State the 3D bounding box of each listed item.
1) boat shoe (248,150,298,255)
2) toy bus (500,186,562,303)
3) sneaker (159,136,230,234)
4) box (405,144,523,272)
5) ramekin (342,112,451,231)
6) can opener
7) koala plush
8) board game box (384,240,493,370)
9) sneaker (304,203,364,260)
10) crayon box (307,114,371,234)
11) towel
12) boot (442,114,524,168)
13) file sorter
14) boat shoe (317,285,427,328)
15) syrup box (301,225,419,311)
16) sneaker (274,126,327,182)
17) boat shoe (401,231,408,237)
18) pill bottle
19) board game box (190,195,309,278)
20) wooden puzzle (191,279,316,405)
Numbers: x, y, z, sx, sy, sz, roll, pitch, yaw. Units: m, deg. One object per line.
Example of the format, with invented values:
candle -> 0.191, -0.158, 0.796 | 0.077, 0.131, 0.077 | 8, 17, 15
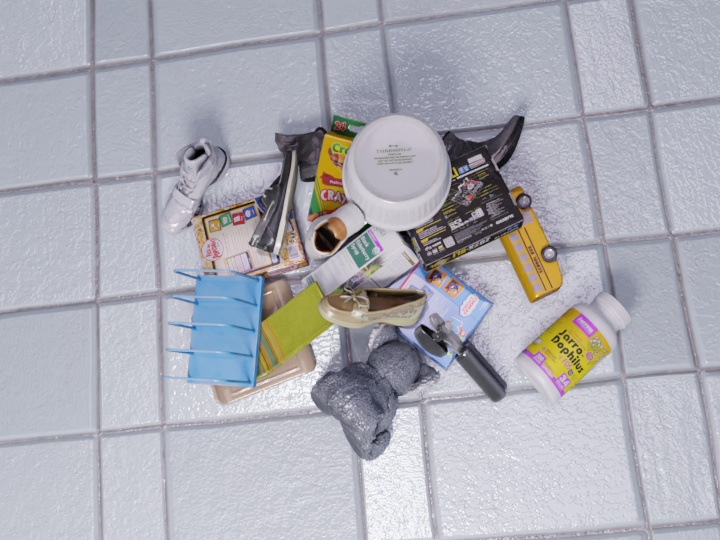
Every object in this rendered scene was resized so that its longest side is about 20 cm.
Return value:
boat shoe -> -0.159, -0.134, 1.459 | 0.067, 0.072, 0.203 | 13, 81, 2
toy bus -> 0.307, -0.049, 1.440 | 0.077, 0.065, 0.202 | -24, 77, 3
sneaker -> -0.335, -0.169, 1.511 | 0.075, 0.115, 0.201 | 33, 84, 12
box -> 0.173, -0.112, 1.409 | 0.198, 0.049, 0.161 | -25, 73, -2
ramekin -> 0.064, -0.178, 1.357 | 0.199, 0.094, 0.206 | 0, 78, 2
can opener -> 0.182, 0.156, 1.394 | 0.200, 0.053, 0.066 | 44, 118, -6
koala plush -> 0.033, 0.200, 1.375 | 0.199, 0.184, 0.178 | -39, 74, -16
board game box -> 0.124, 0.064, 1.451 | 0.199, 0.037, 0.152 | 37, 85, 13
sneaker -> -0.071, -0.058, 1.415 | 0.084, 0.200, 0.073 | -39, 90, -31
crayon box -> -0.019, -0.177, 1.462 | 0.125, 0.051, 0.203 | 14, 107, 5
towel -> -0.134, 0.110, 1.409 | 0.199, 0.018, 0.087 | -37, 76, 20
boot -> 0.218, -0.237, 1.490 | 0.131, 0.070, 0.201 | 31, 79, 17
file sorter -> -0.264, 0.101, 1.391 | 0.137, 0.123, 0.203 | 1, 80, 18
boat shoe -> 0.021, 0.055, 1.370 | 0.197, 0.063, 0.074 | 0, 46, -26
syrup box -> 0.000, 0.000, 1.432 | 0.199, 0.081, 0.079 | -37, 56, 8
sneaker -> -0.063, -0.237, 1.523 | 0.197, 0.060, 0.106 | -13, 82, 7
boat shoe -> 0.125, -0.092, 1.468 | 0.197, 0.066, 0.075 | 18, 79, 9
pill bottle -> 0.378, 0.129, 1.374 | 0.200, 0.104, 0.104 | -42, 77, -3
board game box -> -0.215, -0.056, 1.509 | 0.197, 0.046, 0.154 | -16, 77, 2
wooden puzzle -> -0.202, 0.136, 1.477 | 0.198, 0.037, 0.187 | -20, 76, -3
